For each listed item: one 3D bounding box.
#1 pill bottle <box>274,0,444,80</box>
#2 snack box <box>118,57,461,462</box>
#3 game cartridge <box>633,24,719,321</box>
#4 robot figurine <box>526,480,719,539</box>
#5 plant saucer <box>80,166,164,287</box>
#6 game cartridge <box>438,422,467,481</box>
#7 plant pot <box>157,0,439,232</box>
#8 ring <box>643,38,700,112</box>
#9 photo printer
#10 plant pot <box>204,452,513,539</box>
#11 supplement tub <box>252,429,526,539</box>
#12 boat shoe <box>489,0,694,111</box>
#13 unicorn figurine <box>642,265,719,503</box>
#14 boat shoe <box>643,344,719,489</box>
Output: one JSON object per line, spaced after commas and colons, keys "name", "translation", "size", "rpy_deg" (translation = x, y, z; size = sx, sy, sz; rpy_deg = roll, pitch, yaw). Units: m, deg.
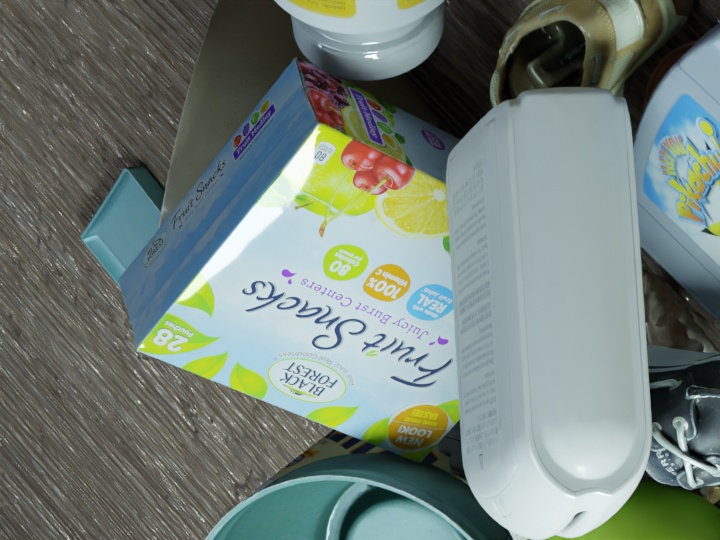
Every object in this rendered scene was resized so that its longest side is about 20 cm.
{"name": "pill bottle", "translation": [-0.001, -0.189, 1.197], "size": [0.112, 0.112, 0.200], "rpy_deg": [40, 155, 28]}
{"name": "snack box", "translation": [0.000, 0.000, 1.301], "size": [0.200, 0.169, 0.068], "rpy_deg": [26, -152, -32]}
{"name": "game cartridge", "translation": [0.185, -0.034, 1.107], "size": [0.133, 0.040, 0.200], "rpy_deg": [49, 158, 18]}
{"name": "robot figurine", "translation": [0.137, 0.170, 1.244], "size": [0.200, 0.175, 0.116], "rpy_deg": [112, 155, -77]}
{"name": "plant saucer", "translation": [-0.178, -0.030, 1.917], "size": [0.070, 0.019, 0.200], "rpy_deg": [51, 159, 1]}
{"name": "game cartridge", "translation": [0.154, 0.149, 1.415], "size": [0.200, 0.040, 0.133], "rpy_deg": [32, 172, -29]}
{"name": "plant pot", "translation": [-0.029, -0.057, 1.396], "size": [0.134, 0.200, 0.200], "rpy_deg": [14, 151, 4]}
{"name": "ring", "translation": [0.213, -0.029, 1.149], "size": [0.200, 0.019, 0.200], "rpy_deg": [43, 157, 24]}
{"name": "photo printer", "translation": [0.088, 0.027, 1.147], "size": [0.166, 0.069, 0.200], "rpy_deg": [133, 135, -78]}
{"name": "plant pot", "translation": [0.014, 0.190, 1.407], "size": [0.200, 0.134, 0.200], "rpy_deg": [5, 108, 17]}
{"name": "supplement tub", "translation": [0.018, 0.166, 1.572], "size": [0.145, 0.200, 0.145], "rpy_deg": [47, 163, 19]}
{"name": "boat shoe", "translation": [0.093, -0.100, 1.197], "size": [0.072, 0.076, 0.200], "rpy_deg": [49, 158, 8]}
{"name": "unicorn figurine", "translation": [0.161, 0.063, 1.335], "size": [0.137, 0.074, 0.200], "rpy_deg": [50, 151, 31]}
{"name": "boat shoe", "translation": [0.164, 0.074, 1.159], "size": [0.072, 0.068, 0.200], "rpy_deg": [56, 159, -15]}
